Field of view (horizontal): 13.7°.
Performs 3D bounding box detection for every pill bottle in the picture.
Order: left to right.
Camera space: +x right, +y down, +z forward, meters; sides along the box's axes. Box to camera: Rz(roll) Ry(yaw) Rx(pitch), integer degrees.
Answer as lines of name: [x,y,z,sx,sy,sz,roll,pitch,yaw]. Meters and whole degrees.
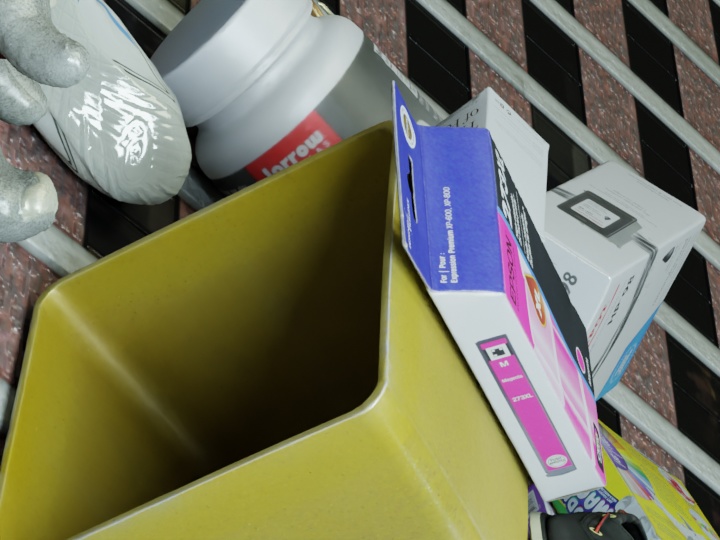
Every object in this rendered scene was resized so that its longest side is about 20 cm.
pill bottle: [-0.015,-0.061,1.589,0.200,0.114,0.114,46,27,-16]

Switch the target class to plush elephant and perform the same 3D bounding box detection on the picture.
plush elephant: [-0.175,-0.112,1.293,0.164,0.154,0.201,-5,71,-54]

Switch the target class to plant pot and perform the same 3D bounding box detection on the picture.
plant pot: [-0.026,0.091,1.324,0.177,0.199,0.201,54,23,-30]

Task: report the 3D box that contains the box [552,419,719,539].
box: [0.156,0.147,1.611,0.117,0.048,0.200,38,16,-38]

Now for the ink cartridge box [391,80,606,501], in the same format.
ink cartridge box: [0.062,0.009,1.322,0.200,0.037,0.095,57,23,-47]

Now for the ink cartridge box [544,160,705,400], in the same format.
ink cartridge box: [0.098,0.023,1.554,0.067,0.116,0.200,33,23,14]

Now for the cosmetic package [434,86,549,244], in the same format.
cosmetic package: [0.000,0.000,1.443,0.051,0.200,0.083,42,28,-25]

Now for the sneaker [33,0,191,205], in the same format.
sneaker: [-0.153,-0.116,1.465,0.201,0.072,0.072,58,-14,-23]

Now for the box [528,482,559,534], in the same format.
box: [0.137,0.209,1.557,0.137,0.039,0.200,44,13,-21]

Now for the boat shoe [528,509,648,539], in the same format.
boat shoe: [0.108,0.147,1.399,0.201,0.063,0.074,-14,104,-83]

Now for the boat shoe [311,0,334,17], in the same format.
boat shoe: [0.006,-0.085,1.709,0.201,0.063,0.073,58,27,7]
